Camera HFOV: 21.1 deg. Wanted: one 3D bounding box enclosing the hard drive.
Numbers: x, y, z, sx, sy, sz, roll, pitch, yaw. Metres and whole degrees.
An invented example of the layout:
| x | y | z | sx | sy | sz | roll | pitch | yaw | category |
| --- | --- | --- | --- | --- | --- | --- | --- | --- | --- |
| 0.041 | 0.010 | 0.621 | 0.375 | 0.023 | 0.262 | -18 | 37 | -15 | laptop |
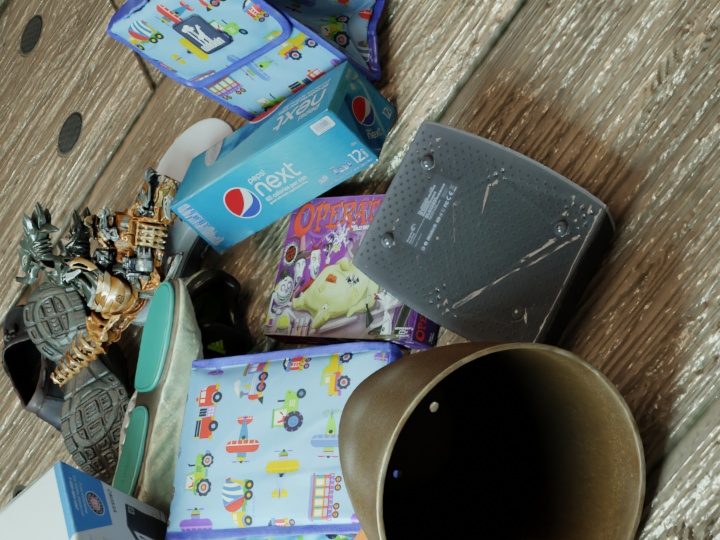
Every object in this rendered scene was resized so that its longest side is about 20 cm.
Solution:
| x | y | z | sx | sy | sz | roll | pitch | yaw | category |
| --- | --- | --- | --- | --- | --- | --- | --- | --- | --- |
| 0.090 | -0.020 | 1.393 | 0.199 | 0.042 | 0.136 | 29 | 93 | 46 | hard drive |

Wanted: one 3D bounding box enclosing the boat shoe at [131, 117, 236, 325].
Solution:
| x | y | z | sx | sy | sz | roll | pitch | yaw | category |
| --- | --- | --- | --- | --- | --- | --- | --- | --- | --- |
| -0.161 | -0.044 | 1.741 | 0.068 | 0.057 | 0.201 | 30 | 98 | 22 | boat shoe |

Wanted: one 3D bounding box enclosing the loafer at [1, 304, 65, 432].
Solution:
| x | y | z | sx | sy | sz | roll | pitch | yaw | category |
| --- | --- | --- | --- | --- | --- | --- | --- | --- | --- |
| -0.319 | 0.085 | 1.884 | 0.072 | 0.063 | 0.200 | -59 | 37 | 14 | loafer |

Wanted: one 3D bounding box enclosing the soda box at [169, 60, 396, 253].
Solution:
| x | y | z | sx | sy | sz | roll | pitch | yaw | category |
| --- | --- | --- | --- | --- | --- | --- | --- | --- | --- |
| -0.067 | -0.093 | 1.611 | 0.199 | 0.064 | 0.068 | -27 | 30 | 37 | soda box |

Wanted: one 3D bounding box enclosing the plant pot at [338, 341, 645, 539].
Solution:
| x | y | z | sx | sy | sz | roll | pitch | yaw | category |
| --- | --- | --- | --- | --- | --- | --- | --- | --- | --- |
| 0.061 | 0.127 | 1.290 | 0.200 | 0.185 | 0.189 | 17 | 87 | 68 | plant pot |

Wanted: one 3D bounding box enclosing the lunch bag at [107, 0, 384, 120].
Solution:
| x | y | z | sx | sy | sz | roll | pitch | yaw | category |
| --- | --- | --- | --- | --- | --- | --- | --- | --- | --- |
| -0.102 | -0.210 | 1.612 | 0.150 | 0.199 | 0.095 | -20 | 57 | 47 | lunch bag |

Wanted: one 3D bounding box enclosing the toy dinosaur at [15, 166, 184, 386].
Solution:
| x | y | z | sx | sy | sz | roll | pitch | yaw | category |
| --- | --- | --- | --- | --- | --- | --- | --- | --- | --- |
| -0.227 | 0.001 | 1.687 | 0.135 | 0.102 | 0.201 | 29 | 78 | 21 | toy dinosaur |

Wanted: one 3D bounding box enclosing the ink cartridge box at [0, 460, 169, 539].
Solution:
| x | y | z | sx | sy | sz | roll | pitch | yaw | category |
| --- | --- | --- | --- | --- | --- | --- | --- | --- | --- |
| -0.176 | 0.257 | 1.491 | 0.084 | 0.199 | 0.146 | -40 | 43 | 17 | ink cartridge box |

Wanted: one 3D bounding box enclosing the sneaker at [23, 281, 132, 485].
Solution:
| x | y | z | sx | sy | sz | roll | pitch | yaw | category |
| --- | --- | --- | --- | --- | --- | --- | --- | --- | --- |
| -0.238 | 0.103 | 1.766 | 0.075 | 0.091 | 0.202 | -23 | 73 | 12 | sneaker |

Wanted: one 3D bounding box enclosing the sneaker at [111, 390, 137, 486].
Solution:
| x | y | z | sx | sy | sz | roll | pitch | yaw | category |
| --- | --- | --- | --- | --- | --- | --- | --- | --- | --- |
| -0.190 | 0.187 | 1.665 | 0.081 | 0.075 | 0.202 | -23 | 55 | 56 | sneaker |

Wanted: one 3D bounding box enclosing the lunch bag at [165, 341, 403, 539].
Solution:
| x | y | z | sx | sy | sz | roll | pitch | yaw | category |
| --- | --- | --- | --- | --- | --- | --- | --- | --- | --- |
| -0.043 | 0.139 | 1.488 | 0.199 | 0.094 | 0.152 | -13 | 60 | 39 | lunch bag |

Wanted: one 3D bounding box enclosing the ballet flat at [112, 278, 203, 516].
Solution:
| x | y | z | sx | sy | sz | roll | pitch | yaw | category |
| --- | --- | --- | --- | --- | --- | --- | --- | --- | --- |
| -0.156 | 0.109 | 1.578 | 0.067 | 0.062 | 0.202 | 1 | 78 | 61 | ballet flat |

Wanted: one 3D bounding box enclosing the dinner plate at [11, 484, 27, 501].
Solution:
| x | y | z | sx | sy | sz | roll | pitch | yaw | category |
| --- | --- | --- | --- | --- | --- | --- | --- | --- | --- |
| -0.240 | 0.268 | 1.588 | 0.024 | 0.201 | 0.201 | -29 | 44 | 2 | dinner plate |

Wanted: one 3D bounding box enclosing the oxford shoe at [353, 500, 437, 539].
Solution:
| x | y | z | sx | sy | sz | roll | pitch | yaw | category |
| --- | --- | --- | --- | --- | --- | --- | --- | --- | --- |
| 0.000 | 0.265 | 1.373 | 0.073 | 0.071 | 0.201 | 37 | 103 | 49 | oxford shoe |

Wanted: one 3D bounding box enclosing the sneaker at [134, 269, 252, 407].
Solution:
| x | y | z | sx | sy | sz | roll | pitch | yaw | category |
| --- | --- | --- | --- | --- | --- | --- | --- | --- | --- |
| -0.138 | 0.083 | 1.637 | 0.087 | 0.073 | 0.202 | -35 | 43 | 46 | sneaker |

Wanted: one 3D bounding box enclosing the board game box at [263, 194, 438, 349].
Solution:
| x | y | z | sx | sy | sz | roll | pitch | yaw | category |
| --- | --- | --- | --- | --- | --- | --- | --- | --- | --- |
| 0.000 | 0.000 | 1.539 | 0.199 | 0.032 | 0.121 | -1 | 68 | 53 | board game box |
